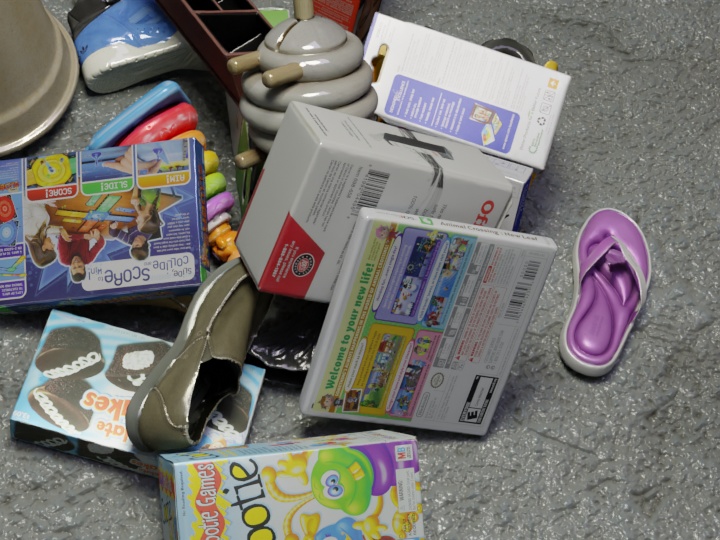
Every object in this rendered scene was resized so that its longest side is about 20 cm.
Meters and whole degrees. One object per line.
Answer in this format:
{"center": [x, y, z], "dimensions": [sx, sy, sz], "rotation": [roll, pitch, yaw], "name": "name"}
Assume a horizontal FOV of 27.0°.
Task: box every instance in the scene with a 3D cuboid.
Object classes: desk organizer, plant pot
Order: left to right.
{"center": [-0.376, -0.237, 1.398], "dimensions": [0.198, 0.184, 0.202], "rotation": [0, 59, 0], "name": "plant pot"}
{"center": [-0.140, -0.254, 1.428], "dimensions": [0.071, 0.077, 0.200], "rotation": [-32, 59, -11], "name": "desk organizer"}

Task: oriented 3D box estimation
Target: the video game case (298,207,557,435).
{"center": [0.057, 0.049, 1.300], "dimensions": [0.180, 0.202, 0.022], "rotation": [8, 28, -20], "name": "video game case"}

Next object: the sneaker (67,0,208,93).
{"center": [-0.201, -0.259, 1.536], "dimensions": [0.198, 0.077, 0.112], "rotation": [-18, 71, -15], "name": "sneaker"}

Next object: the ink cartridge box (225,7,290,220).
{"center": [-0.093, -0.147, 1.468], "dimensions": [0.059, 0.104, 0.202], "rotation": [-1, 56, -12], "name": "ink cartridge box"}

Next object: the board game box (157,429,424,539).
{"center": [-0.058, 0.194, 1.223], "dimensions": [0.198, 0.105, 0.104], "rotation": [-4, 88, -15], "name": "board game box"}

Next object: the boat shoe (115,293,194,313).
{"center": [-0.197, 0.005, 1.374], "dimensions": [0.200, 0.072, 0.076], "rotation": [40, 83, 14], "name": "boat shoe"}

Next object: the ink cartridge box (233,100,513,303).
{"center": [0.012, -0.047, 1.298], "dimensions": [0.198, 0.145, 0.084], "rotation": [11, 27, -29], "name": "ink cartridge box"}

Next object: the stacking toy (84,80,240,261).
{"center": [-0.159, -0.068, 1.414], "dimensions": [0.109, 0.116, 0.201], "rotation": [-37, 87, -1], "name": "stacking toy"}

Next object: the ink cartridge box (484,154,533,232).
{"center": [0.056, -0.076, 1.420], "dimensions": [0.198, 0.095, 0.044], "rotation": [18, 26, 12], "name": "ink cartridge box"}

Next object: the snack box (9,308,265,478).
{"center": [-0.192, 0.115, 1.308], "dimensions": [0.198, 0.037, 0.117], "rotation": [16, 55, -2], "name": "snack box"}

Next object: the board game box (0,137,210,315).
{"center": [-0.235, -0.039, 1.335], "dimensions": [0.198, 0.034, 0.137], "rotation": [-5, 79, 9], "name": "board game box"}

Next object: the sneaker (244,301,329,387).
{"center": [-0.009, 0.050, 1.379], "dimensions": [0.104, 0.060, 0.199], "rotation": [44, 62, 12], "name": "sneaker"}

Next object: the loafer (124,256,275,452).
{"center": [-0.120, 0.075, 1.274], "dimensions": [0.069, 0.075, 0.201], "rotation": [12, 59, 32], "name": "loafer"}

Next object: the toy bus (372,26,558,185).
{"center": [0.087, -0.125, 1.491], "dimensions": [0.198, 0.136, 0.194], "rotation": [9, 70, -3], "name": "toy bus"}

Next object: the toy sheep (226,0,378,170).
{"center": [-0.048, -0.154, 1.331], "dimensions": [0.136, 0.202, 0.138], "rotation": [1, 30, 0], "name": "toy sheep"}

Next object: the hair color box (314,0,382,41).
{"center": [-0.007, -0.313, 1.541], "dimensions": [0.061, 0.201, 0.102], "rotation": [26, 54, 6], "name": "hair color box"}

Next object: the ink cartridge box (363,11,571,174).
{"center": [0.093, -0.168, 1.422], "dimensions": [0.198, 0.037, 0.096], "rotation": [18, 84, -2], "name": "ink cartridge box"}

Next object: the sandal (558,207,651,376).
{"center": [0.246, 0.014, 1.466], "dimensions": [0.082, 0.050, 0.204], "rotation": [17, 54, -1], "name": "sandal"}
